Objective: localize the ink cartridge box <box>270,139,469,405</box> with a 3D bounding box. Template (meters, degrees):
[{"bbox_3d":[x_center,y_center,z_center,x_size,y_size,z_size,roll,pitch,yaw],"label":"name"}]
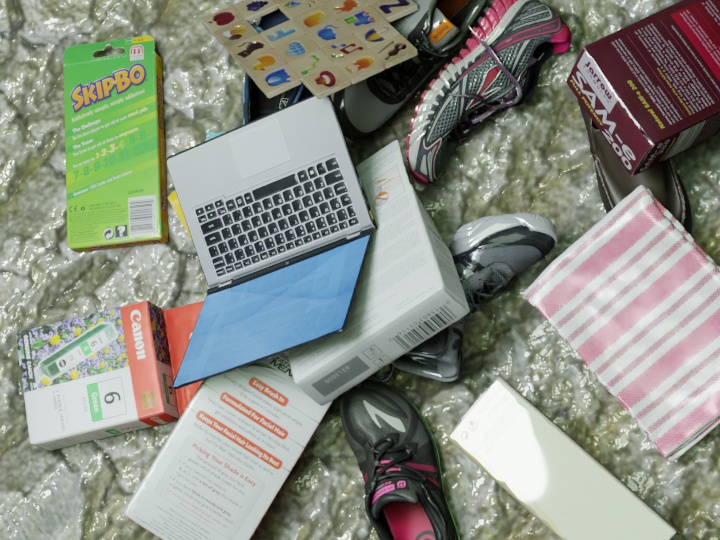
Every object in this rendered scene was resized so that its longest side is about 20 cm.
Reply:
[{"bbox_3d":[0.000,0.000,1.701,0.159,0.047,0.201,-34,41,17],"label":"ink cartridge box"}]

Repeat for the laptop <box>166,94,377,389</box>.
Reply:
[{"bbox_3d":[-0.095,-0.027,1.677,0.186,0.116,0.202,-19,90,30],"label":"laptop"}]

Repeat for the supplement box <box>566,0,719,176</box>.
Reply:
[{"bbox_3d":[0.290,-0.174,1.671,0.199,0.061,0.109,-25,71,-22],"label":"supplement box"}]

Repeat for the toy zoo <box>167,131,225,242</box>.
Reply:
[{"bbox_3d":[-0.092,-0.046,1.798,0.131,0.020,0.201,-33,72,3],"label":"toy zoo"}]

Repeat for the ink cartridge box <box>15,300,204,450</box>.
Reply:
[{"bbox_3d":[-0.213,0.090,1.785,0.198,0.050,0.110,-14,75,11],"label":"ink cartridge box"}]

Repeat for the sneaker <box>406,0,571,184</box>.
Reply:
[{"bbox_3d":[0.111,-0.162,1.745,0.074,0.081,0.201,35,88,16],"label":"sneaker"}]

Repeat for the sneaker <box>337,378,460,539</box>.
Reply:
[{"bbox_3d":[0.036,0.183,1.688,0.076,0.084,0.201,-27,74,6],"label":"sneaker"}]

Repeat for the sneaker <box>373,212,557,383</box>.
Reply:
[{"bbox_3d":[0.090,0.031,1.699,0.199,0.076,0.115,-23,55,14],"label":"sneaker"}]

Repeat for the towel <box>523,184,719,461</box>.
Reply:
[{"bbox_3d":[0.254,0.045,1.665,0.146,0.030,0.200,-43,80,14],"label":"towel"}]

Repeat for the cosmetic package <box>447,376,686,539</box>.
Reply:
[{"bbox_3d":[0.176,0.186,1.644,0.200,0.104,0.073,42,91,19],"label":"cosmetic package"}]

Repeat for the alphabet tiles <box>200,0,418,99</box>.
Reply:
[{"bbox_3d":[-0.034,-0.217,1.736,0.166,0.008,0.200,-25,39,-13],"label":"alphabet tiles"}]

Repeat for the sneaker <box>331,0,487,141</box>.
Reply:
[{"bbox_3d":[0.044,-0.204,1.760,0.201,0.074,0.079,-53,28,0],"label":"sneaker"}]

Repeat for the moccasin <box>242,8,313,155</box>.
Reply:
[{"bbox_3d":[-0.069,-0.183,1.786,0.080,0.068,0.202,-5,64,13],"label":"moccasin"}]

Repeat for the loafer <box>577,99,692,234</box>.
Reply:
[{"bbox_3d":[0.233,-0.106,1.708,0.072,0.071,0.202,-24,74,8],"label":"loafer"}]

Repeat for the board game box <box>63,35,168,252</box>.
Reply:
[{"bbox_3d":[-0.235,-0.122,1.849,0.095,0.030,0.202,-6,80,12],"label":"board game box"}]

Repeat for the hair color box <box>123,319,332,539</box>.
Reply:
[{"bbox_3d":[-0.113,0.158,1.726,0.110,0.064,0.201,32,88,-2],"label":"hair color box"}]
